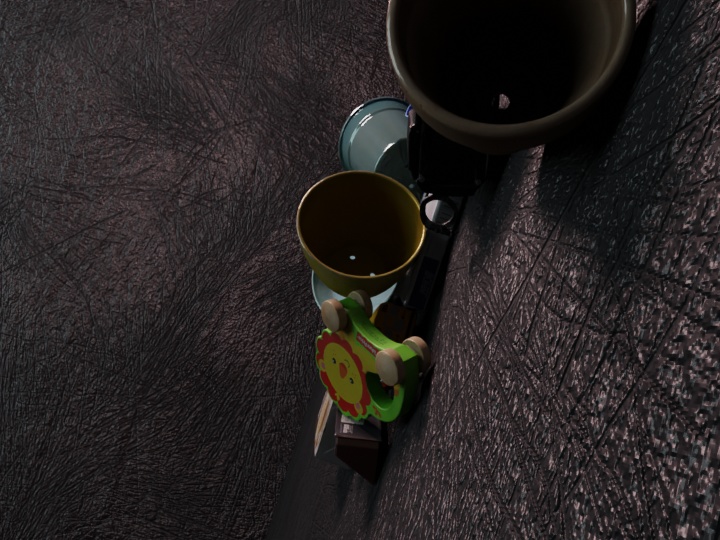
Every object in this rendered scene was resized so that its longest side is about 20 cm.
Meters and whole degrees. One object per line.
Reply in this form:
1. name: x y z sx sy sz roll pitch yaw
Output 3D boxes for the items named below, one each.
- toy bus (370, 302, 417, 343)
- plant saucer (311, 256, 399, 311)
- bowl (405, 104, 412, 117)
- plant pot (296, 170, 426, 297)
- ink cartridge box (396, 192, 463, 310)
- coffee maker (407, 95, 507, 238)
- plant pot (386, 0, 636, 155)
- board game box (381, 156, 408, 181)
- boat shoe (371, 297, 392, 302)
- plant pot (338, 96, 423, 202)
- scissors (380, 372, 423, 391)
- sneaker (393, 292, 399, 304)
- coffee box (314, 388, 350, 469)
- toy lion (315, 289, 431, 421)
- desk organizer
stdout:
1. toy bus: 0.038 0.120 0.976 0.200 0.077 0.066 118 170 -66
2. plant saucer: 0.000 0.000 1.071 0.036 0.197 0.204 29 -104 -51
3. bowl: 0.166 -0.346 1.097 0.201 0.039 0.201 -45 16 16
4. plant pot: -0.003 -0.034 0.953 0.143 0.196 0.203 98 -173 -56
5. ink cartridge box: 0.110 -0.044 0.998 0.200 0.040 0.203 -111 38 -84
6. coffee maker: 0.114 -0.176 0.831 0.200 0.133 0.195 -73 9 -72
7. plant pot: 0.130 -0.190 0.554 0.175 0.197 0.204 38 -110 -77
8. board game box: 0.087 -0.250 1.363 0.198 0.026 0.203 -5 -56 -45
9. boat shoe: 0.018 0.121 1.098 0.064 0.074 0.205 33 104 40
10. plant pot: 0.071 -0.222 1.193 0.197 0.197 0.203 -117 43 -58
11. scissors: 0.059 0.162 0.904 0.073 0.014 0.200 -34 -6 -36
12. sneaker: 0.049 0.066 1.208 0.200 0.069 0.096 129 147 -82
13. coffee box: -0.040 0.301 1.202 0.200 0.078 0.116 -166 95 -86
14. toy lion: 0.002 0.143 0.863 0.199 0.068 0.195 38 133 39
15. desk organizer: -0.006 0.253 0.965 0.200 0.070 0.079 -88 4 -76
